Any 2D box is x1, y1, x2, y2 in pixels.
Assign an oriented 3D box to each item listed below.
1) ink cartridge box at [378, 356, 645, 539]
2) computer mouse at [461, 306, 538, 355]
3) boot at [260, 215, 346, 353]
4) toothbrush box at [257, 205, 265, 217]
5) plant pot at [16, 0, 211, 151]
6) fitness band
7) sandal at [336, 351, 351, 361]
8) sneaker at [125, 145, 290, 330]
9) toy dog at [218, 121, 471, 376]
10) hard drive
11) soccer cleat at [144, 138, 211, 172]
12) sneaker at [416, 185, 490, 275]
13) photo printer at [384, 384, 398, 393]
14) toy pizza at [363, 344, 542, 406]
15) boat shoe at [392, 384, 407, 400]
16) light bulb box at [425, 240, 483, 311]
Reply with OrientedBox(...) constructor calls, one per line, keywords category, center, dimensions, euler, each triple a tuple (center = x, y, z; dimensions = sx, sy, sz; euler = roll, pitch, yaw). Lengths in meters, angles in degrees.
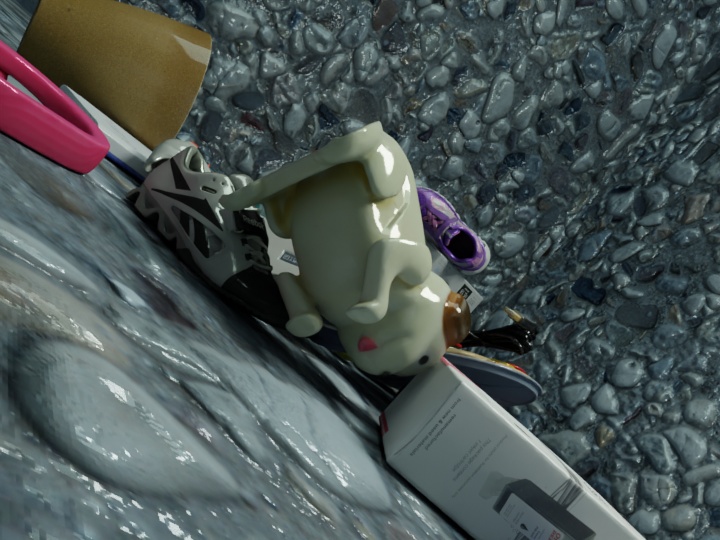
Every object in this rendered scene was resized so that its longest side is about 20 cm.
OrientedBox(category="ink cartridge box", center=(0.116, 0.168, 0.603), dimensions=(0.200, 0.085, 0.146), euler=(43, 1, -2))
OrientedBox(category="computer mouse", center=(0.088, 0.050, 0.764), dimensions=(0.140, 0.046, 0.200), euler=(-5, -29, 42))
OrientedBox(category="boot", center=(-0.080, 0.014, 0.749), dimensions=(0.199, 0.073, 0.091), euler=(26, -41, 18))
OrientedBox(category="toothbrush box", center=(-0.069, -0.039, 0.982), dimensions=(0.146, 0.086, 0.200), euler=(7, 18, -33))
OrientedBox(category="plant pot", center=(-0.322, -0.268, 0.977), dimensions=(0.199, 0.187, 0.186), euler=(25, 8, -28))
OrientedBox(category="fitness band", center=(-0.271, -0.142, 0.579), dimensions=(0.144, 0.037, 0.200), euler=(42, 2, 21))
OrientedBox(category="sandal", center=(0.000, 0.000, 0.845), dimensions=(0.087, 0.079, 0.201), euler=(-13, -86, 60))
OrientedBox(category="sneaker", center=(-0.112, -0.035, 0.651), dimensions=(0.200, 0.089, 0.074), euler=(43, 0, 21))
OrientedBox(category="toy dog", center=(0.004, -0.005, 0.627), dimensions=(0.201, 0.139, 0.194), euler=(66, 23, -8))
OrientedBox(category="hard drive", center=(-0.260, -0.130, 0.904), dimensions=(0.132, 0.025, 0.200), euler=(42, 1, 42))
OrientedBox(category="soccer cleat", center=(-0.157, -0.056, 0.837), dimensions=(0.200, 0.069, 0.078), euler=(48, 29, -10))
OrientedBox(category="sneaker", center=(0.143, -0.074, 1.329), dimensions=(0.200, 0.081, 0.088), euler=(43, 10, 8))
OrientedBox(category="photo printer", center=(0.057, 0.119, 1.002), dimensions=(0.200, 0.070, 0.166), euler=(41, 1, -32))
OrientedBox(category="toy pizza", center=(0.096, 0.108, 0.826), dimensions=(0.199, 0.032, 0.200), euler=(10, -19, 4))
OrientedBox(category="boat shoe", center=(0.108, 0.166, 0.779), dimensions=(0.084, 0.069, 0.200), euler=(39, -1, -39))
OrientedBox(category="light bulb box", center=(0.087, 0.054, 1.408), dimensions=(0.125, 0.200, 0.198), euler=(44, 3, 41))
